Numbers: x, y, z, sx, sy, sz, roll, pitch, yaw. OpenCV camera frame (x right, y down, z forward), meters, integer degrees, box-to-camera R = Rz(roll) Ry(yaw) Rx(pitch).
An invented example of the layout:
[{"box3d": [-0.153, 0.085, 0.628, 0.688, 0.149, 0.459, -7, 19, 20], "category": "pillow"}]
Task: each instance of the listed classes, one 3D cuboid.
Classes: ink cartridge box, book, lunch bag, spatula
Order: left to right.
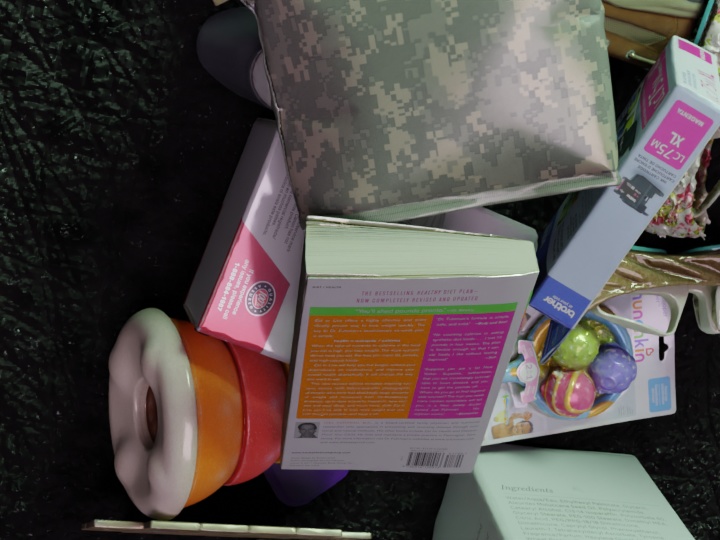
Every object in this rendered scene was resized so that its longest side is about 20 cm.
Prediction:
[{"box3d": [0.000, 0.000, 0.760, 0.199, 0.084, 0.145, 21, 93, -19], "category": "ink cartridge box"}, {"box3d": [0.020, 0.128, 0.876, 0.199, 0.021, 0.057, -24, 115, 0], "category": "spatula"}, {"box3d": [0.023, 0.058, 0.680, 0.133, 0.048, 0.200, 3, 136, -7], "category": "book"}, {"box3d": [0.040, -0.119, 0.645, 0.199, 0.118, 0.165, -8, 106, 8], "category": "lunch bag"}, {"box3d": [0.161, -0.045, 0.711, 0.042, 0.119, 0.200, 28, 118, 1], "category": "ink cartridge box"}]

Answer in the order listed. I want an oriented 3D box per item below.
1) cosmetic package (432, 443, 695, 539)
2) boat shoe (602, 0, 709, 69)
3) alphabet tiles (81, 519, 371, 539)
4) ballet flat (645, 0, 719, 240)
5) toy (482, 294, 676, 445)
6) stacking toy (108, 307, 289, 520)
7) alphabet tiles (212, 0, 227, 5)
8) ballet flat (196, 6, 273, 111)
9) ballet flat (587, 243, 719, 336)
[{"box3d": [0.158, 0.258, 0.861, 0.164, 0.200, 0.165, 7, 113, -13], "category": "cosmetic package"}, {"box3d": [0.134, -0.168, 0.732, 0.199, 0.076, 0.074, 6, 116, -12], "category": "boat shoe"}, {"box3d": [-0.101, 0.193, 0.817, 0.199, 0.166, 0.006, 7, 75, -17], "category": "alphabet tiles"}, {"box3d": [0.247, -0.107, 0.770, 0.064, 0.076, 0.201, 26, 130, 19], "category": "ballet flat"}, {"box3d": [0.155, 0.077, 0.851, 0.199, 0.047, 0.116, -7, 104, -6], "category": "toy"}, {"box3d": [-0.074, 0.097, 0.807, 0.199, 0.146, 0.147, -2, 116, -31], "category": "stacking toy"}, {"box3d": [-0.064, -0.281, 0.643, 0.167, 0.008, 0.200, -21, 108, 22], "category": "alphabet tiles"}, {"box3d": [-0.010, -0.120, 0.729, 0.199, 0.073, 0.073, 18, 110, -17], "category": "ballet flat"}, {"box3d": [0.239, 0.013, 0.830, 0.199, 0.068, 0.073, -1, 83, -11], "category": "ballet flat"}]
